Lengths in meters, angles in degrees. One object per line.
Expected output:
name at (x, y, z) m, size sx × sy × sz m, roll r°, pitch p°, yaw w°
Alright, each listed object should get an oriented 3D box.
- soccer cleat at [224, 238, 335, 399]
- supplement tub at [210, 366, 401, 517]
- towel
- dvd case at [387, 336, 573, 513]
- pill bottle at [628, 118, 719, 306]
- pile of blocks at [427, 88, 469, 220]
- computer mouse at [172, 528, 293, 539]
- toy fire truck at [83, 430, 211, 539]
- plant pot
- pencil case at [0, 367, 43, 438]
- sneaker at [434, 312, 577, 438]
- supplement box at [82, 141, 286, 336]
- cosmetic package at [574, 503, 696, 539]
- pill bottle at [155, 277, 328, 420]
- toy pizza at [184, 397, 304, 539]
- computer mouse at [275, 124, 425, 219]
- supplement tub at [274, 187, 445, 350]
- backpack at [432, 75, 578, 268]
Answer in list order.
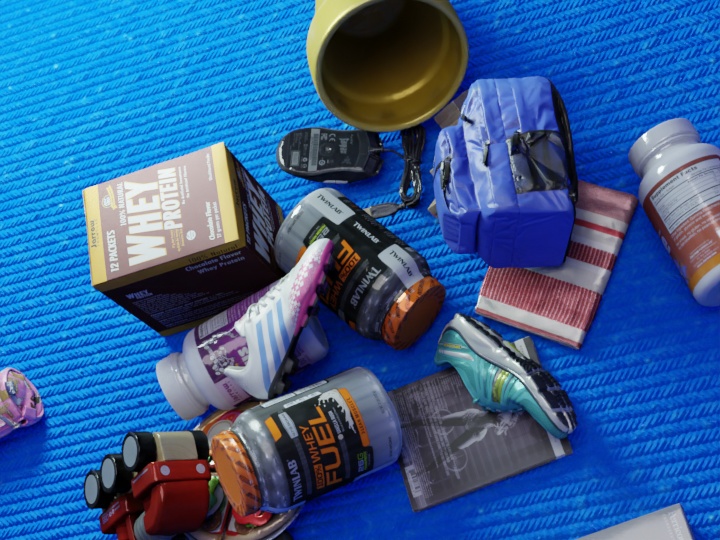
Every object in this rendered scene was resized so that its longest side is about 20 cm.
soccer cleat at (-0.096, 0.048, 1.415) m, size 0.086 × 0.070 × 0.202 m, roll 22°, pitch 88°, yaw 7°
supplement tub at (-0.063, 0.198, 1.400) m, size 0.198 × 0.123 × 0.123 m, roll -21°, pitch 61°, yaw -22°
towel at (0.236, -0.017, 1.478) m, size 0.143 × 0.023 × 0.202 m, roll 18°, pitch 77°, yaw 24°
dvd case at (0.133, 0.180, 1.440) m, size 0.198 × 0.016 × 0.150 m, roll -23°, pitch 63°, yaw 10°
pill bottle at (0.388, -0.070, 1.397) m, size 0.111 × 0.112 × 0.201 m, roll -27°, pitch 63°, yaw 7°
pile of blocks at (0.126, -0.132, 1.548) m, size 0.062 × 0.081 × 0.202 m, roll -34°, pitch 40°, yaw 52°
computer mouse at (-0.166, 0.327, 1.481) m, size 0.198 × 0.034 × 0.059 m, roll 4°, pitch 62°, yaw 27°
toy fire truck at (-0.251, 0.305, 1.422) m, size 0.176 × 0.128 × 0.202 m, roll -42°, pitch 55°, yaw 42°
plant pot at (0.022, -0.312, 1.572) m, size 0.199 × 0.201 × 0.190 m, roll -25°, pitch 43°, yaw 8°
pencil case at (-0.520, 0.209, 1.616) m, size 0.199 × 0.087 × 0.083 m, roll -31°, pitch 94°, yaw 6°
sneaker at (0.167, 0.132, 1.411) m, size 0.200 × 0.077 × 0.080 m, roll 39°, pitch 104°, yaw 32°
supplement box at (-0.211, -0.033, 1.536) m, size 0.195 × 0.200 × 0.134 m, roll -17°, pitch 65°, yaw 12°
cosmetic package at (0.269, 0.334, 1.296) m, size 0.198 × 0.090 × 0.108 m, roll -25°, pitch 61°, yaw 12°
pill bottle at (-0.148, 0.102, 1.511) m, size 0.199 × 0.112 × 0.113 m, roll -30°, pitch 63°, yaw 6°
toy pizza at (-0.147, 0.242, 1.483) m, size 0.198 × 0.032 × 0.202 m, roll -12°, pitch 56°, yaw 18°
computer mouse at (-0.010, -0.122, 1.592) m, size 0.197 × 0.046 × 0.142 m, roll -5°, pitch 65°, yaw 6°
supplement tub at (0.000, 0.000, 1.492) m, size 0.199 × 0.123 × 0.123 m, roll 38°, pitch 85°, yaw 24°
backpack at (0.167, -0.126, 1.425) m, size 0.166 × 0.163 × 0.202 m, roll 0°, pitch 65°, yaw -3°
